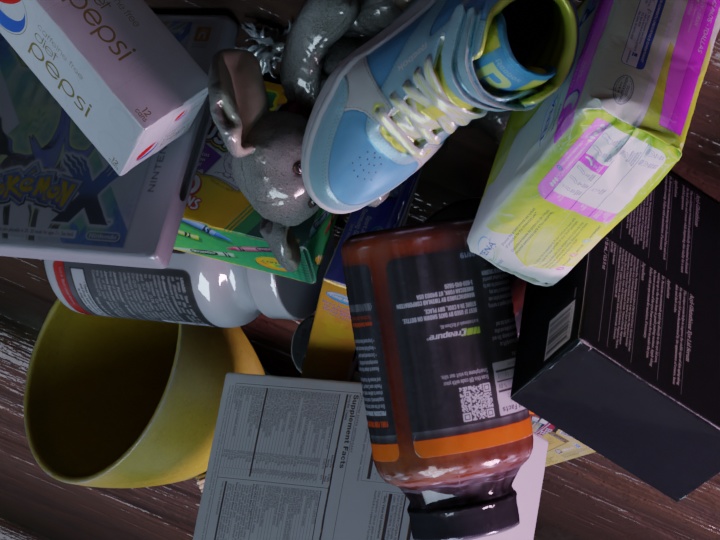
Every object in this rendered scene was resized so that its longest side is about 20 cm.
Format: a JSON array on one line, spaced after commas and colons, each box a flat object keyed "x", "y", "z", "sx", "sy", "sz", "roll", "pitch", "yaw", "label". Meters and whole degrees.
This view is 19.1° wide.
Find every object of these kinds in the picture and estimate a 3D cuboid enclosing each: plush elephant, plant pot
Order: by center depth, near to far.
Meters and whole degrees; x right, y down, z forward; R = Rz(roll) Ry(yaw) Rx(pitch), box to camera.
[{"x": -0.018, "y": -0.092, "z": 1.369, "sx": 0.199, "sy": 0.155, "sz": 0.165, "roll": 2, "pitch": 146, "yaw": 29, "label": "plush elephant"}, {"x": -0.162, "y": 0.096, "z": 1.764, "sx": 0.199, "sy": 0.201, "sz": 0.142, "roll": -11, "pitch": 153, "yaw": 44, "label": "plant pot"}]

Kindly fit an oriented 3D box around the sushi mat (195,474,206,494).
[{"x": -0.034, "y": 0.166, "z": 1.776, "sx": 0.199, "sy": 0.012, "sz": 0.096, "roll": -21, "pitch": 143, "yaw": 3, "label": "sushi mat"}]

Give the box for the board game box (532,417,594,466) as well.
[{"x": 0.103, "y": 0.117, "z": 1.762, "sx": 0.135, "sy": 0.035, "sz": 0.200, "roll": 35, "pitch": 148, "yaw": -22, "label": "board game box"}]

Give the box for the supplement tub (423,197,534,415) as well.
[{"x": 0.115, "y": 0.036, "z": 1.519, "sx": 0.106, "sy": 0.108, "sz": 0.200, "roll": 0, "pitch": 155, "yaw": 33, "label": "supplement tub"}]

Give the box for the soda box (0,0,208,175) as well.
[{"x": -0.186, "y": -0.164, "z": 1.374, "sx": 0.200, "sy": 0.064, "sz": 0.068, "roll": 49, "pitch": 149, "yaw": 6, "label": "soda box"}]

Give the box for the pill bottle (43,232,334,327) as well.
[{"x": -0.128, "y": -0.017, "z": 1.608, "sx": 0.199, "sy": 0.116, "sz": 0.116, "roll": 5, "pitch": 147, "yaw": 27, "label": "pill bottle"}]

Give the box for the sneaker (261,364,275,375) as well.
[{"x": -0.076, "y": 0.125, "z": 1.848, "sx": 0.199, "sy": 0.078, "sz": 0.091, "roll": 10, "pitch": 140, "yaw": 29, "label": "sneaker"}]

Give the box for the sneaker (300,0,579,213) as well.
[{"x": 0.046, "y": -0.103, "z": 1.239, "sx": 0.079, "sy": 0.200, "sz": 0.131, "roll": 37, "pitch": -173, "yaw": -22, "label": "sneaker"}]

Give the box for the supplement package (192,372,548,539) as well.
[{"x": 0.008, "y": 0.170, "z": 1.548, "sx": 0.199, "sy": 0.152, "sz": 0.152, "roll": 3, "pitch": 164, "yaw": 30, "label": "supplement package"}]

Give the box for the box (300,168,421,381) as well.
[{"x": 0.000, "y": 0.000, "z": 1.550, "sx": 0.041, "sy": 0.119, "sz": 0.200, "roll": 19, "pitch": 150, "yaw": 5, "label": "box"}]

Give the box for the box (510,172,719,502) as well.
[{"x": 0.181, "y": 0.026, "z": 1.380, "sx": 0.141, "sy": 0.201, "sz": 0.079, "roll": 30, "pitch": 132, "yaw": -16, "label": "box"}]

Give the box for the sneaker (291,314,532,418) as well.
[{"x": 0.052, "y": 0.079, "z": 1.671, "sx": 0.199, "sy": 0.074, "sz": 0.088, "roll": 21, "pitch": -175, "yaw": 22, "label": "sneaker"}]

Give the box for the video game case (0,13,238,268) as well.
[{"x": -0.194, "y": -0.093, "z": 1.457, "sx": 0.199, "sy": 0.183, "sz": 0.022, "roll": 4, "pitch": 157, "yaw": 28, "label": "video game case"}]

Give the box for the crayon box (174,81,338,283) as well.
[{"x": -0.108, "y": -0.075, "z": 1.491, "sx": 0.199, "sy": 0.119, "sz": 0.058, "roll": 13, "pitch": 156, "yaw": 14, "label": "crayon box"}]

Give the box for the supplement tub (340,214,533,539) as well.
[{"x": 0.052, "y": 0.069, "z": 1.364, "sx": 0.106, "sy": 0.201, "sz": 0.107, "roll": -8, "pitch": -179, "yaw": 0, "label": "supplement tub"}]

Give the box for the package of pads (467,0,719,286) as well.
[{"x": 0.141, "y": -0.093, "z": 1.267, "sx": 0.068, "sy": 0.155, "sz": 0.200, "roll": 25, "pitch": 151, "yaw": -7, "label": "package of pads"}]
